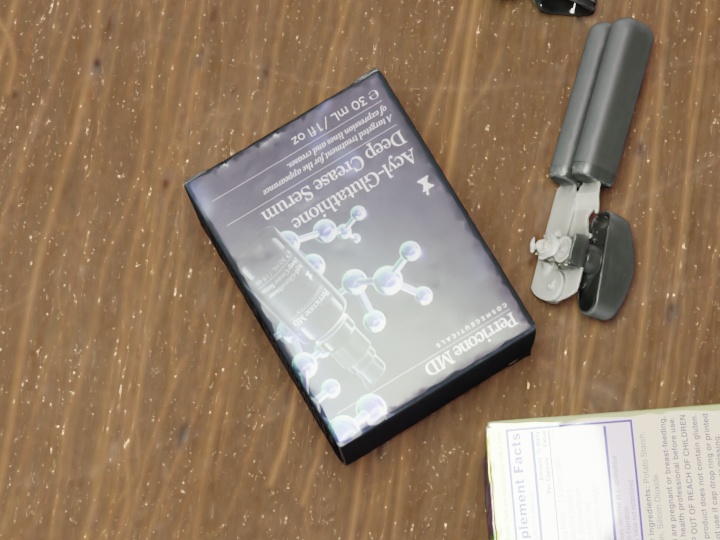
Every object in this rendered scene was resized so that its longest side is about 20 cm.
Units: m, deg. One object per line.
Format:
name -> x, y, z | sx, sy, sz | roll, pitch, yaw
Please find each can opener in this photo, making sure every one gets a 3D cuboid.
can opener -> 0.158, -0.068, 1.443 | 0.066, 0.053, 0.202 | 17, 80, -29

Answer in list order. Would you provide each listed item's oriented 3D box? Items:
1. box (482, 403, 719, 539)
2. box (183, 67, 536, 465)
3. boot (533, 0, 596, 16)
box -> 0.177, 0.144, 1.330 | 0.198, 0.176, 0.097 | -4, 78, 1
box -> 0.000, 0.000, 1.401 | 0.148, 0.107, 0.201 | -31, 80, -4
boot -> 0.095, -0.261, 1.437 | 0.199, 0.070, 0.132 | 27, 79, -16
